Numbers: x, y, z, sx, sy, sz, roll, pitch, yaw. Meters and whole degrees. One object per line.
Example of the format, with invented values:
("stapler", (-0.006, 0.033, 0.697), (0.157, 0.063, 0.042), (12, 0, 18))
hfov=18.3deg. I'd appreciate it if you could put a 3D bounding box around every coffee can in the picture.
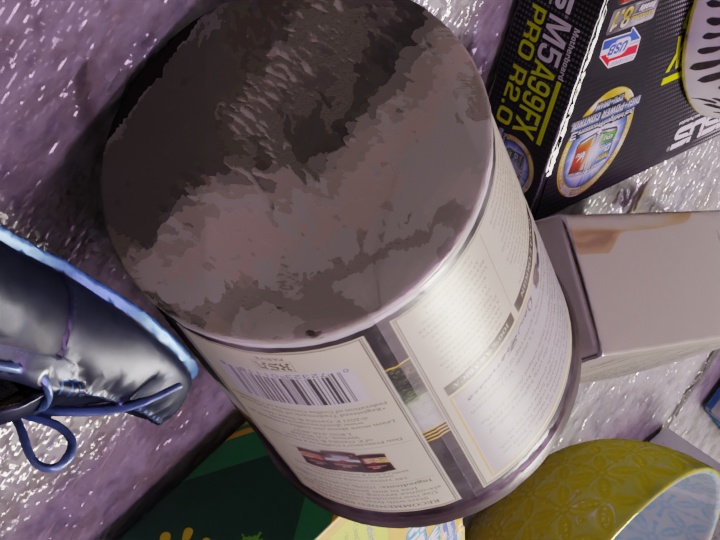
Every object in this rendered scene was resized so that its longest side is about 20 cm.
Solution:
("coffee can", (0.000, 0.000, 0.876), (0.146, 0.146, 0.200), (-50, 153, -11))

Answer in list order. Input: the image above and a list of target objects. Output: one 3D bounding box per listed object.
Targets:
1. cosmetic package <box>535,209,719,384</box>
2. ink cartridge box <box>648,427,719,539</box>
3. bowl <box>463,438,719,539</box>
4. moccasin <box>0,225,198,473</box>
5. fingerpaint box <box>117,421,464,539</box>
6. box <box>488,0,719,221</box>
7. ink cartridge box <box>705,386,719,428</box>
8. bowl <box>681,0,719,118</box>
("cosmetic package", (0.114, 0.017, 1.121), (0.105, 0.071, 0.200), (-19, 172, 30))
("ink cartridge box", (0.228, 0.240, 1.499), (0.084, 0.175, 0.200), (-30, 145, -40))
("bowl", (0.108, 0.169, 1.293), (0.200, 0.108, 0.200), (-39, 149, -29))
("moccasin", (-0.133, 0.021, 0.769), (0.200, 0.080, 0.068), (34, 76, -51))
("fingerpaint box", (-0.029, 0.146, 1.078), (0.167, 0.073, 0.200), (-42, 152, -23))
("box", (0.143, -0.123, 1.089), (0.200, 0.044, 0.160), (-23, 139, -47))
("ink cartridge box", (0.339, 0.089, 1.612), (0.147, 0.086, 0.200), (-53, 155, -3))
("bowl", (0.255, -0.142, 1.101), (0.201, 0.094, 0.201), (-41, 152, -28))
